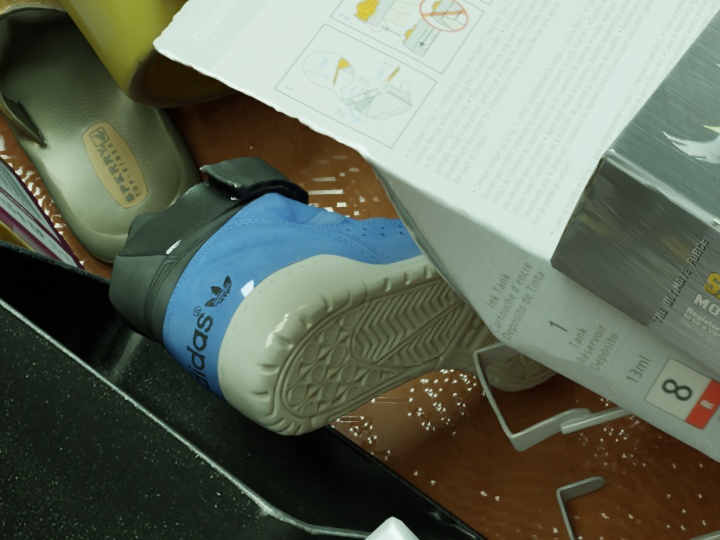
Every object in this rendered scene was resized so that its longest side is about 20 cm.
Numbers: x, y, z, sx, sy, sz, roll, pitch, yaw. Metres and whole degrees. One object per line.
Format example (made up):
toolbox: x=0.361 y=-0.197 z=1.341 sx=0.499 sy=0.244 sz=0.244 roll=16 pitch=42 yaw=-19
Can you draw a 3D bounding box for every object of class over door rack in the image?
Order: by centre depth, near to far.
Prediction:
over door rack: x=0.151 y=0.068 z=0.657 sx=0.199 sy=0.148 sz=0.067 roll=-8 pitch=62 yaw=13

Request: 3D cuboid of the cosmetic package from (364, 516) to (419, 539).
cosmetic package: x=0.035 y=0.163 z=0.623 sx=0.081 sy=0.200 sz=0.113 roll=-40 pitch=63 yaw=-1

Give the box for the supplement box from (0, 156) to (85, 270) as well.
supplement box: x=-0.223 y=0.023 z=0.796 sx=0.200 sy=0.131 sz=0.103 roll=-38 pitch=64 yaw=1

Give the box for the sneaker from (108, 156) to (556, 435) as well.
sneaker: x=0.000 y=-0.001 z=0.723 sx=0.111 sy=0.200 sz=0.077 roll=30 pitch=120 yaw=37

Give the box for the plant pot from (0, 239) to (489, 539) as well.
plant pot: x=-0.100 y=0.114 z=0.697 sx=0.199 sy=0.200 sz=0.178 roll=33 pitch=92 yaw=25

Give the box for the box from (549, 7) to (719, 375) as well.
box: x=0.168 y=-0.030 z=0.560 sx=0.158 sy=0.048 sz=0.200 roll=34 pitch=49 yaw=10

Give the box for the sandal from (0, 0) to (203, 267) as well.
sandal: x=-0.134 y=-0.087 z=0.853 sx=0.080 sy=0.054 sz=0.200 roll=-36 pitch=64 yaw=1

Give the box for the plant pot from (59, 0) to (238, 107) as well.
plant pot: x=-0.072 y=-0.179 z=0.804 sx=0.200 sy=0.201 sz=0.189 roll=-27 pitch=80 yaw=5

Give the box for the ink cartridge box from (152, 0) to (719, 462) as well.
ink cartridge box: x=0.056 y=-0.050 z=0.604 sx=0.200 sy=0.050 sz=0.162 roll=26 pitch=47 yaw=8
